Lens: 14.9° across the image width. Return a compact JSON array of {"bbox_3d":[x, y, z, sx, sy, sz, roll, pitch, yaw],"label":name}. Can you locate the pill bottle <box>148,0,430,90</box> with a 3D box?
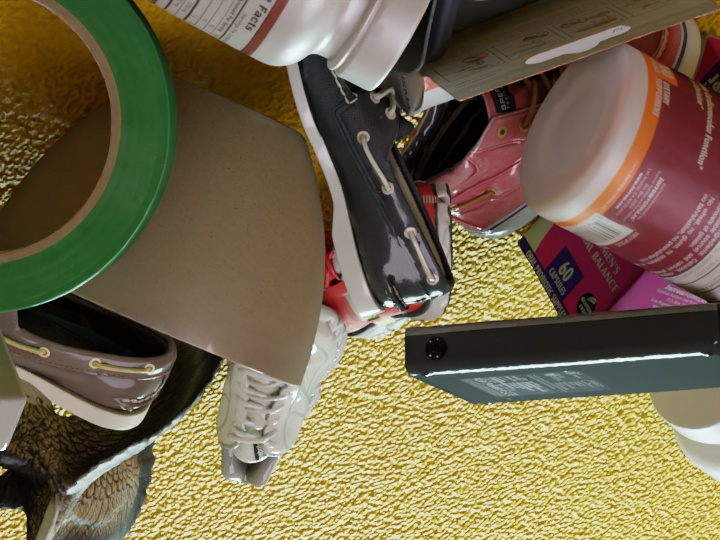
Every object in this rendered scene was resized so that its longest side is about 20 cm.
[{"bbox_3d":[-0.061,-0.177,1.421,0.199,0.112,0.112,28,121,-11],"label":"pill bottle"}]

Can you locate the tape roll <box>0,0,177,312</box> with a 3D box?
[{"bbox_3d":[-0.198,-0.078,1.459,0.200,0.201,0.048,-29,-178,2],"label":"tape roll"}]

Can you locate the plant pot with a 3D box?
[{"bbox_3d":[-0.100,-0.034,1.583,0.200,0.200,0.135,24,90,-44],"label":"plant pot"}]

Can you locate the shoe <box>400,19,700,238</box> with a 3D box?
[{"bbox_3d":[0.115,-0.100,1.703,0.200,0.072,0.091,-41,143,21],"label":"shoe"}]

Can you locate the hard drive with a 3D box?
[{"bbox_3d":[0.144,0.054,1.721,0.199,0.033,0.139,-5,167,21],"label":"hard drive"}]

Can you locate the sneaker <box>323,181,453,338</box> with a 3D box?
[{"bbox_3d":[0.000,0.000,1.703,0.085,0.077,0.200,5,159,-20],"label":"sneaker"}]

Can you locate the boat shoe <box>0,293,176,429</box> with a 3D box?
[{"bbox_3d":[-0.205,0.026,1.620,0.199,0.072,0.060,26,125,-12],"label":"boat shoe"}]

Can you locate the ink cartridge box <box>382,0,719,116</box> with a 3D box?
[{"bbox_3d":[0.103,-0.127,1.573,0.162,0.200,0.057,-20,115,-9],"label":"ink cartridge box"}]

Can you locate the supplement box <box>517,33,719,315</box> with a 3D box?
[{"bbox_3d":[0.214,-0.041,1.803,0.103,0.101,0.200,20,121,-41],"label":"supplement box"}]

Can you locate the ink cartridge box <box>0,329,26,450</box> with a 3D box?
[{"bbox_3d":[-0.292,0.014,1.489,0.175,0.200,0.045,0,133,-30],"label":"ink cartridge box"}]

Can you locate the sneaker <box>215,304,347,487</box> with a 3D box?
[{"bbox_3d":[-0.056,0.074,1.743,0.075,0.081,0.200,18,152,4],"label":"sneaker"}]

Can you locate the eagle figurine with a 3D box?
[{"bbox_3d":[-0.176,0.111,1.718,0.199,0.151,0.152,-5,97,-35],"label":"eagle figurine"}]

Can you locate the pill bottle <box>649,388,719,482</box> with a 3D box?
[{"bbox_3d":[0.295,0.107,1.999,0.119,0.120,0.200,-39,140,14],"label":"pill bottle"}]

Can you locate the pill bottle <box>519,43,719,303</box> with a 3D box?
[{"bbox_3d":[0.206,-0.047,1.653,0.199,0.114,0.114,25,120,-23],"label":"pill bottle"}]

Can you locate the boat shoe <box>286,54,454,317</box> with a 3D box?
[{"bbox_3d":[0.003,-0.074,1.585,0.060,0.076,0.201,-14,109,11],"label":"boat shoe"}]

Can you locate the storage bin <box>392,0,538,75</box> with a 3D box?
[{"bbox_3d":[0.073,-0.219,1.506,0.134,0.146,0.201,-19,142,-27],"label":"storage bin"}]
